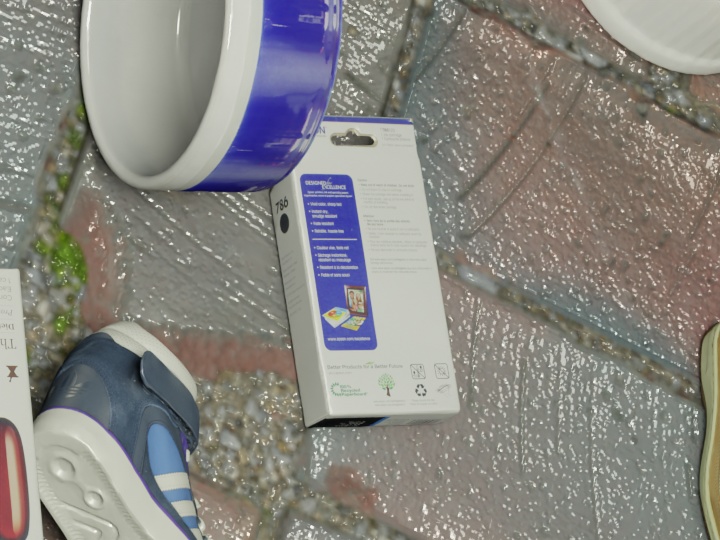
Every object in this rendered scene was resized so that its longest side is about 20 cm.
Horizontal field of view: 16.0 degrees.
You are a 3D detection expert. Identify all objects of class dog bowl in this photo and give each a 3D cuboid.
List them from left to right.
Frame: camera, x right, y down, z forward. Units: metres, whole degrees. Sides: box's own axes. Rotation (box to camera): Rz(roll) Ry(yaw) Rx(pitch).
[{"bbox_3d":[-0.093,-0.147,1.542,0.079,0.200,0.200,3,71,-32],"label":"dog bowl"}]

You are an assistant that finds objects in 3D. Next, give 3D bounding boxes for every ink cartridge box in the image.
[{"bbox_3d":[0.000,0.000,1.637,0.099,0.039,0.200,1,73,-29],"label":"ink cartridge box"}]

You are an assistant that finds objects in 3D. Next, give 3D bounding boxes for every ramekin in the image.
[{"bbox_3d":[0.248,-0.250,1.832,0.200,0.098,0.201,11,67,-26],"label":"ramekin"}]

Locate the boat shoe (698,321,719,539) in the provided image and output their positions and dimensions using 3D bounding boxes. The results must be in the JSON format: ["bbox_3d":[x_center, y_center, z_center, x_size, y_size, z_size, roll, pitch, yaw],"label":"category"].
[{"bbox_3d":[0.271,0.120,1.720,0.072,0.076,0.200,3,71,-28],"label":"boat shoe"}]

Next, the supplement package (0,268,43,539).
[{"bbox_3d":[-0.248,0.108,1.415,0.114,0.110,0.200,1,72,-29],"label":"supplement package"}]

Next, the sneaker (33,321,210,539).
[{"bbox_3d":[-0.115,0.126,1.502,0.200,0.080,0.147,63,30,-23],"label":"sneaker"}]
